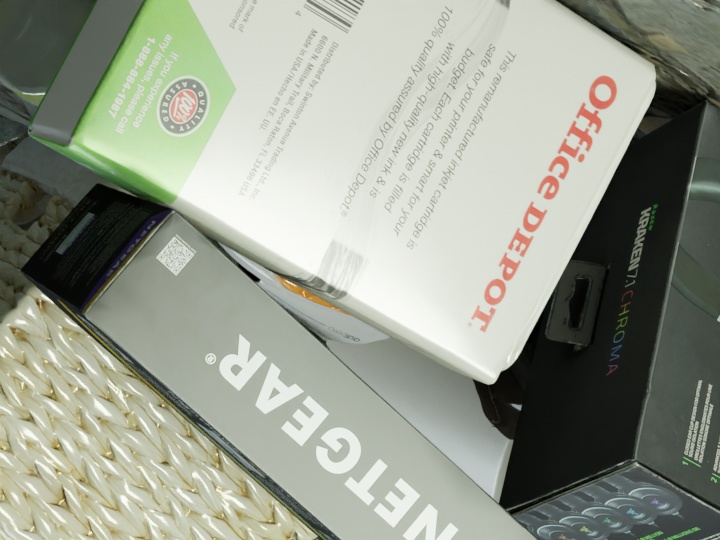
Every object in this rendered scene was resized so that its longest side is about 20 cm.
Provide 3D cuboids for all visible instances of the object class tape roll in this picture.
[{"bbox_3d":[0.077,0.050,1.453,0.139,0.203,0.203,27,176,22],"label":"tape roll"}]

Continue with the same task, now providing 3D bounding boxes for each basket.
[{"bbox_3d":[-0.127,0.062,1.122,0.200,0.161,0.198,49,170,-22],"label":"basket"}]

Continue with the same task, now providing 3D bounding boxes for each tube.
[{"bbox_3d":[-0.102,-0.074,1.024,0.052,0.058,0.200,22,173,19],"label":"tube"}]

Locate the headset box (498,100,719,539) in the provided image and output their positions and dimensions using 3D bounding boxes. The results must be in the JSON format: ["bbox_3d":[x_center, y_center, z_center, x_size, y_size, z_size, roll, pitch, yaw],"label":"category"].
[{"bbox_3d":[0.165,0.054,0.964,0.200,0.175,0.093,29,147,-23],"label":"headset box"}]

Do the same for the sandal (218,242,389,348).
[{"bbox_3d":[-0.001,0.007,1.080,0.206,0.079,0.059,28,141,-22],"label":"sandal"}]

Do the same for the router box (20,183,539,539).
[{"bbox_3d":[-0.034,0.053,0.909,0.200,0.052,0.157,43,173,-17],"label":"router box"}]

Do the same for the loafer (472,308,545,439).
[{"bbox_3d":[0.042,-0.010,1.034,0.073,0.071,0.201,-2,-121,-37],"label":"loafer"}]

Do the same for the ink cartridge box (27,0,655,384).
[{"bbox_3d":[-0.006,-0.066,0.916,0.200,0.146,0.084,30,176,-21],"label":"ink cartridge box"}]

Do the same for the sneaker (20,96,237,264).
[{"bbox_3d":[-0.075,-0.058,1.158,0.200,0.089,0.075,35,176,-18],"label":"sneaker"}]
